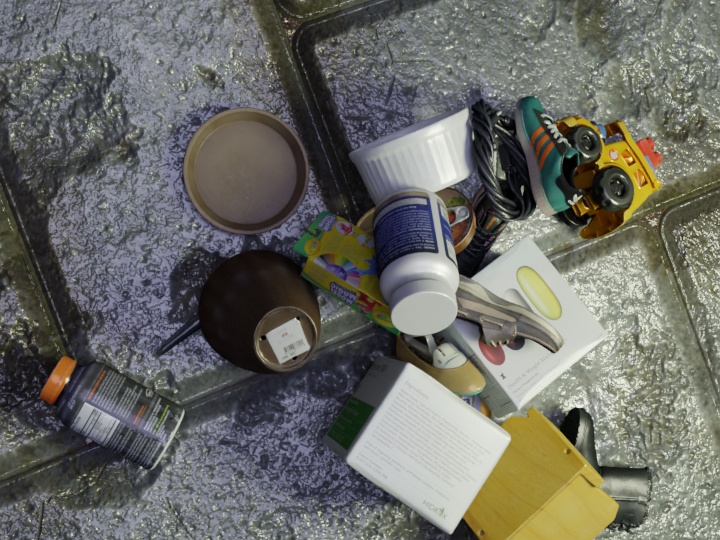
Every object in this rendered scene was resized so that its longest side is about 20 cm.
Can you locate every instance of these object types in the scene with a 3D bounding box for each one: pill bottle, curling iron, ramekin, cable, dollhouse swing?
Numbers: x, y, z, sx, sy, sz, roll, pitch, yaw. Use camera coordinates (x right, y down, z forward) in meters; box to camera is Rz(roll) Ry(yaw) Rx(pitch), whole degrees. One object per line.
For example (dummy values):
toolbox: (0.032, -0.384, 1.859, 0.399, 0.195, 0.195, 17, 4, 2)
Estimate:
pill bottle: (-0.371, 0.204, 1.467, 0.199, 0.106, 0.107, 31, 82, -9)
curling iron: (-0.233, 0.076, 1.542, 0.199, 0.026, 0.050, -32, 97, -11)
ramekin: (0.090, -0.173, 1.538, 0.199, 0.200, 0.098, -23, 99, -12)
pill bottle: (0.080, -0.013, 1.420, 0.115, 0.116, 0.201, 6, 46, -12)
cable: (0.220, -0.168, 1.521, 0.051, 0.163, 0.201, -15, 59, 26)
dollhouse swing: (0.282, 0.360, 1.589, 0.200, 0.176, 0.182, -45, 56, 6)

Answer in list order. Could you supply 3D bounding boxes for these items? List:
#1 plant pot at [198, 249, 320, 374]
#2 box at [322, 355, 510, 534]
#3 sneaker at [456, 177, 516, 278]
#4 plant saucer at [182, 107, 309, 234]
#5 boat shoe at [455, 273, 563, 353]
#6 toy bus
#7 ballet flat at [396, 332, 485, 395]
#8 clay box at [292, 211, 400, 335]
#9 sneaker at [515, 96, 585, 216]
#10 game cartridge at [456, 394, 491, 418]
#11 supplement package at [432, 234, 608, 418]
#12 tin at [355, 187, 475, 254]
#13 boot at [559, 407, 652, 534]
plant pot: (-0.131, 0.078, 1.456, 0.185, 0.200, 0.188, -3, 101, -17)
box: (0.079, 0.254, 1.484, 0.200, 0.199, 0.172, 37, 82, -8)
sneaker: (0.194, -0.070, 1.608, 0.080, 0.086, 0.201, 28, 82, -9)
plant saucer: (-0.180, -0.156, 1.562, 0.198, 0.029, 0.202, 1, 87, -13)
boat shoe: (0.199, 0.077, 1.453, 0.199, 0.075, 0.074, 28, 86, 11)
toy bus: (0.406, -0.183, 1.645, 0.191, 0.136, 0.201, -34, 92, -24)
ballet flat: (0.115, 0.133, 1.526, 0.068, 0.200, 0.063, -24, 117, -28)
clay box: (0.000, 0.000, 1.489, 0.199, 0.048, 0.115, 31, 45, 6)
sneaker: (0.302, -0.189, 1.549, 0.071, 0.080, 0.201, 10, 63, -52)
game cartridge: (0.125, 0.263, 1.608, 0.175, 0.032, 0.202, 7, 85, -11)
supplement package: (0.239, 0.091, 1.559, 0.191, 0.147, 0.200, -37, 82, -13)
tin: (0.086, -0.062, 1.567, 0.199, 0.042, 0.113, -17, 70, 13)
boot: (0.407, 0.335, 1.644, 0.161, 0.073, 0.200, 10, 93, -9)
